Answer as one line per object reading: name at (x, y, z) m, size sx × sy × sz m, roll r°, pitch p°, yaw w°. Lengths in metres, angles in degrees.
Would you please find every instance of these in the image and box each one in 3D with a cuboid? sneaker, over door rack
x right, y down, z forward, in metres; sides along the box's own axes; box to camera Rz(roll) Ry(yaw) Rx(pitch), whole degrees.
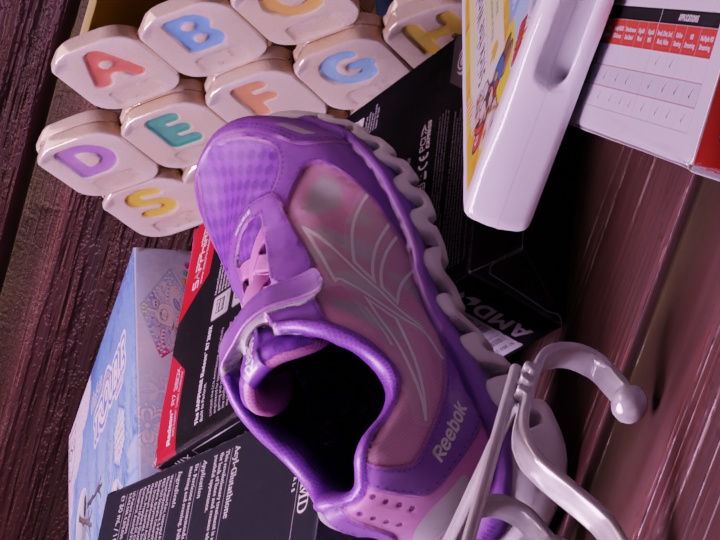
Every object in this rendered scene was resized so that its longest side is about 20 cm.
sneaker at (-0.013, 0.017, 0.745) m, size 0.081 × 0.088 × 0.201 m, roll -57°, pitch 48°, yaw 31°
over door rack at (0.020, 0.131, 0.611) m, size 0.200 × 0.066 × 0.148 m, roll -51°, pitch -14°, yaw -51°

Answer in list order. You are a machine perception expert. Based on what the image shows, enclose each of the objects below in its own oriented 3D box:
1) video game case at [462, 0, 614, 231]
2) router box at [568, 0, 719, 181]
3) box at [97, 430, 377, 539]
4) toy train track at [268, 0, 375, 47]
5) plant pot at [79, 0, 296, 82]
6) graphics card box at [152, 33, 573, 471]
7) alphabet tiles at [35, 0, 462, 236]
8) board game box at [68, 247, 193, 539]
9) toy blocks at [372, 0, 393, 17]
video game case at (0.067, -0.136, 0.661) m, size 0.200 × 0.023 × 0.183 m, roll -86°, pitch 14°, yaw -60°
router box at (0.109, -0.114, 0.577) m, size 0.200 × 0.049 × 0.181 m, roll -123°, pitch 48°, yaw -80°
box at (-0.041, 0.163, 0.803) m, size 0.141 × 0.079 × 0.201 m, roll -28°, pitch 41°, yaw 42°
toy train track at (0.010, -0.129, 0.878) m, size 0.199 × 0.032 × 0.115 m, roll -11°, pitch 52°, yaw 51°
plant pot at (-0.035, -0.195, 1.326) m, size 0.176 × 0.199 × 0.201 m, roll -52°, pitch -22°, yaw -82°
graphics card box at (0.000, 0.000, 0.866) m, size 0.200 × 0.051 × 0.126 m, roll -35°, pitch 37°, yaw 42°
alphabet tiles at (-0.026, -0.061, 0.899) m, size 0.196 × 0.199 × 0.015 m, roll 39°, pitch -142°, yaw -56°
board game box at (-0.103, 0.125, 1.029) m, size 0.200 × 0.043 × 0.200 m, roll 117°, pitch 153°, yaw -56°
toy blocks at (0.024, -0.164, 0.964) m, size 0.137 × 0.099 × 0.201 m, roll 131°, pitch 139°, yaw -61°
